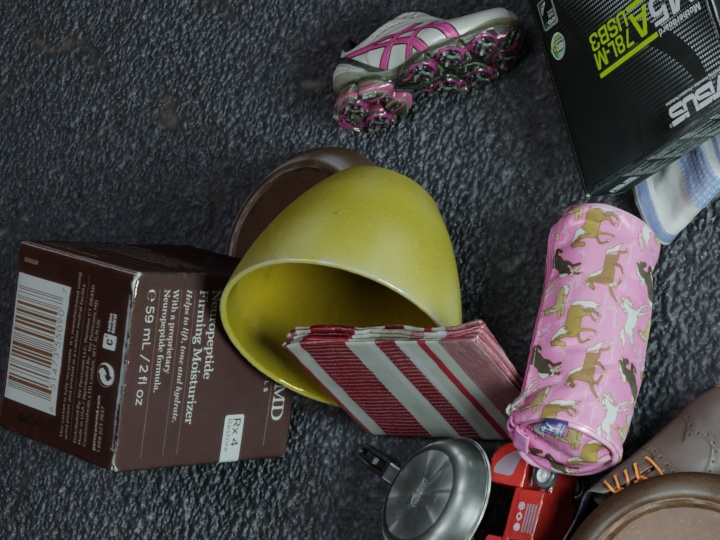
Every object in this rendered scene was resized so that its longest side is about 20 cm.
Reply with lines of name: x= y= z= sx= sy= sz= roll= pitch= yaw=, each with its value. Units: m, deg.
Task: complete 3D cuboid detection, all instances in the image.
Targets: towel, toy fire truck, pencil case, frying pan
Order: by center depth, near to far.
pencil case: x=0.168 y=0.049 z=1.414 sx=0.082 sy=0.086 sz=0.202 roll=-12 pitch=51 yaw=42
towel: x=0.247 y=-0.130 z=1.416 sx=0.200 sy=0.024 sz=0.148 roll=-56 pitch=43 yaw=50
toy fire truck: x=0.089 y=0.224 z=1.455 sx=0.140 sy=0.049 sz=0.202 roll=5 pitch=75 yaw=43
towel: x=0.050 y=0.088 z=1.484 sx=0.199 sy=0.144 sz=0.023 roll=-2 pitch=51 yaw=40
frying pan: x=0.047 y=0.159 z=1.496 sx=0.115 sy=0.031 sz=0.191 roll=-47 pitch=33 yaw=17

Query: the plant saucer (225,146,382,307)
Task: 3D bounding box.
plant saucer: x=-0.054 y=-0.020 z=1.690 sx=0.199 sy=0.032 sz=0.202 roll=-17 pitch=62 yaw=34

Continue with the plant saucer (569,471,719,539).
plant saucer: x=0.221 y=0.232 z=1.283 sx=0.198 sy=0.034 sz=0.203 roll=-7 pitch=69 yaw=18

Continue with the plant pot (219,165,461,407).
plant pot: x=0.000 y=0.000 z=1.545 sx=0.199 sy=0.200 sz=0.143 roll=-12 pitch=46 yaw=37

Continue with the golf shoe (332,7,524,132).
golf shoe: x=0.053 y=-0.195 z=1.639 sx=0.199 sy=0.072 sz=0.093 roll=-19 pitch=60 yaw=34

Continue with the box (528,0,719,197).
box: x=0.209 y=-0.179 z=1.402 sx=0.200 sy=0.047 sz=0.195 roll=-34 pitch=65 yaw=57

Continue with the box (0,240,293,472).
box: x=-0.177 y=0.069 z=1.618 sx=0.163 sy=0.199 sz=0.168 roll=13 pitch=98 yaw=43

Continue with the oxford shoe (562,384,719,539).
oxford shoe: x=0.209 y=0.163 z=1.361 sx=0.201 sy=0.072 sz=0.071 roll=-56 pitch=47 yaw=8
